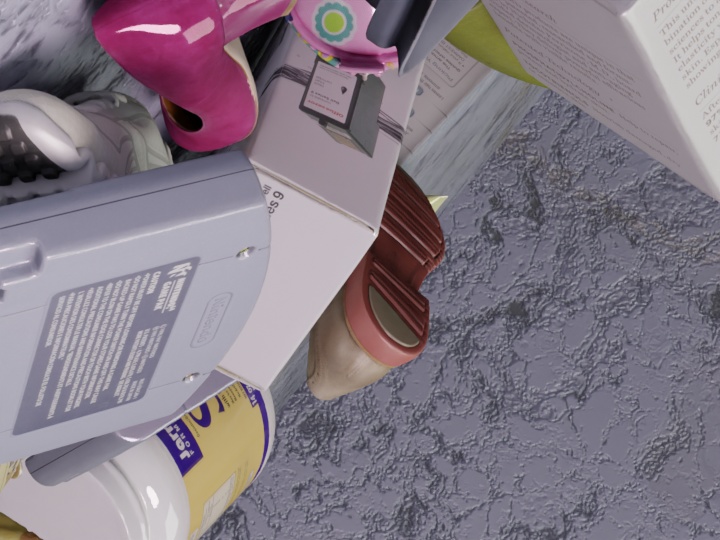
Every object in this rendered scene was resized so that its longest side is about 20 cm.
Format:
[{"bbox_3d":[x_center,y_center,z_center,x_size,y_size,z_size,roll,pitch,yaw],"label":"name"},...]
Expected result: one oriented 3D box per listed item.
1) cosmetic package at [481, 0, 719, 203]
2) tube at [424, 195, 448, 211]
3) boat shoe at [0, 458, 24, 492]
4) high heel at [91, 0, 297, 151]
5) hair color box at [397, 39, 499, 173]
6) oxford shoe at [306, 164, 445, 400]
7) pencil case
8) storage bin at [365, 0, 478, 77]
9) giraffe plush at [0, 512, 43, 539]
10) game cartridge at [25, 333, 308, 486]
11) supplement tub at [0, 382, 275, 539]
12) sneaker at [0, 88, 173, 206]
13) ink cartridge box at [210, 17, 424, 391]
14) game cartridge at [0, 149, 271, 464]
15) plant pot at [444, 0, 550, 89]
[{"bbox_3d":[0.164,-0.179,1.007,0.168,0.166,0.200,-47,144,-4],"label":"cosmetic package"},{"bbox_3d":[-0.044,-0.019,1.206,0.198,0.052,0.058,-7,-164,-27],"label":"tube"},{"bbox_3d":[-0.185,0.059,0.946,0.063,0.073,0.200,-41,168,-48],"label":"boat shoe"},{"bbox_3d":[-0.092,-0.091,0.873,0.095,0.068,0.200,-22,176,-21],"label":"high heel"},{"bbox_3d":[0.019,-0.127,1.298,0.200,0.099,0.061,-47,176,-39],"label":"hair color box"},{"bbox_3d":[0.000,0.000,1.123,0.075,0.070,0.200,-38,-162,27],"label":"oxford shoe"},{"bbox_3d":[0.004,-0.146,0.940,0.088,0.087,0.200,-52,-173,11],"label":"pencil case"},{"bbox_3d":[0.013,-0.181,0.659,0.146,0.134,0.200,-48,173,-28],"label":"storage bin"},{"bbox_3d":[-0.259,0.206,1.079,0.162,0.171,0.202,156,-60,-79],"label":"giraffe plush"},{"bbox_3d":[-0.099,0.060,1.144,0.199,0.041,0.133,-33,178,-38],"label":"game cartridge"},{"bbox_3d":[-0.158,0.129,1.274,0.146,0.145,0.200,-54,175,31],"label":"supplement tub"},{"bbox_3d":[-0.124,-0.046,0.831,0.200,0.074,0.082,56,33,-72],"label":"sneaker"},{"bbox_3d":[-0.039,-0.054,1.070,0.146,0.084,0.201,-54,-167,40],"label":"ink cartridge box"},{"bbox_3d":[-0.110,0.019,0.817,0.132,0.042,0.200,-19,158,-27],"label":"game cartridge"},{"bbox_3d":[0.098,-0.204,1.184,0.188,0.187,0.199,-53,160,24],"label":"plant pot"}]
